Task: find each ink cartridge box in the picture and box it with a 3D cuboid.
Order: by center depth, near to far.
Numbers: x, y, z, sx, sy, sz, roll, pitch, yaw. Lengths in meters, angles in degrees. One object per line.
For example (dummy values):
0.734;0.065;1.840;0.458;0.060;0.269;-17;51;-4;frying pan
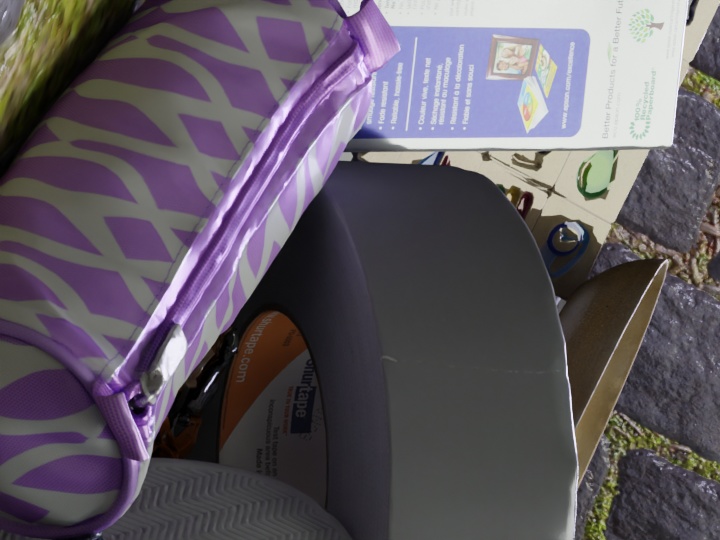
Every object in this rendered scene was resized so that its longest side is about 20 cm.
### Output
0.024;-0.091;0.992;0.039;0.199;0.100;24;-69;55;ink cartridge box

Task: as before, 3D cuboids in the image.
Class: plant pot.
0.059;0.082;1.056;0.200;0.027;0.201;24;90;-81;plant pot

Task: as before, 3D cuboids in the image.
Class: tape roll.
-0.001;0.064;0.956;0.200;0.066;0.201;-179;-90;-67;tape roll

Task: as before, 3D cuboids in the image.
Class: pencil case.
-0.062;-0.012;0.840;0.085;0.084;0.200;-16;-149;35;pencil case

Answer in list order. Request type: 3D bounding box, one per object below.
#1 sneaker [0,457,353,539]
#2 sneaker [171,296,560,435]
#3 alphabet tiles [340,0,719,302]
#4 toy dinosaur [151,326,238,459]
-0.099;0.124;0.840;0.199;0.074;0.116;-9;135;-36;sneaker
0.000;0.000;1.076;0.199;0.075;0.087;-23;142;-19;sneaker
0.041;-0.099;1.027;0.008;0.200;0.168;25;-91;56;alphabet tiles
-0.109;0.092;0.909;0.200;0.102;0.136;-33;155;2;toy dinosaur
